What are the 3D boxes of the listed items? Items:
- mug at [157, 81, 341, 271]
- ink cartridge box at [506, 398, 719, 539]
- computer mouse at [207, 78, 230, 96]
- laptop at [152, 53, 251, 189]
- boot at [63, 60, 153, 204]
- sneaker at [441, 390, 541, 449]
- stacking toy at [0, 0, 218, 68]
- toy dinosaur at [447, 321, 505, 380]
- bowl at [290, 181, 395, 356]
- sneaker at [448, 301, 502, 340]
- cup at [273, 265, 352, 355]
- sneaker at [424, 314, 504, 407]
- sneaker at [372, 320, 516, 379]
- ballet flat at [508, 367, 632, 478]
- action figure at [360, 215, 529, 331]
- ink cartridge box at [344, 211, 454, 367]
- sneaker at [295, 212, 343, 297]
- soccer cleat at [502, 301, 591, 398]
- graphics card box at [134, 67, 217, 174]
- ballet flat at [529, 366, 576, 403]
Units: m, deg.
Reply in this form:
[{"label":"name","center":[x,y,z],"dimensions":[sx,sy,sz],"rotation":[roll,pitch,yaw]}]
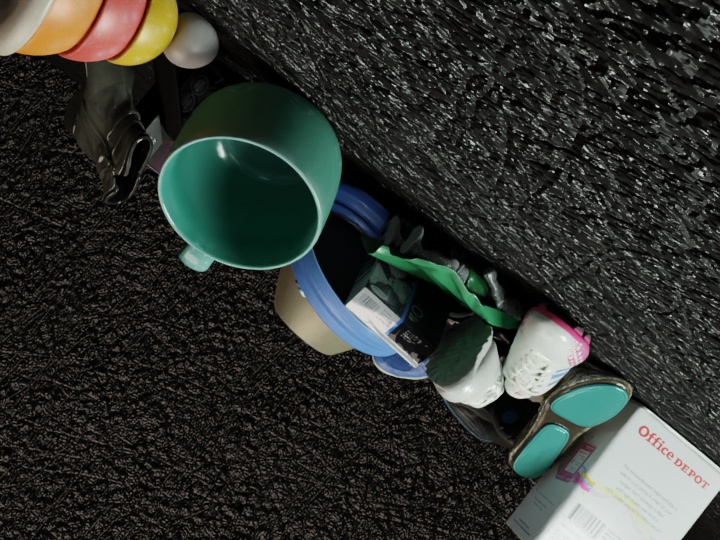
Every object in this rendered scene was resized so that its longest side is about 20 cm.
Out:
[{"label":"mug","center":[-0.107,-0.091,1.109],"dimensions":[0.184,0.115,0.152],"rotation":[-11,128,27]},{"label":"ink cartridge box","center":[0.286,0.257,1.359],"dimensions":[0.144,0.200,0.085],"rotation":[39,179,-15]},{"label":"computer mouse","center":[-0.092,-0.140,1.280],"dimensions":[0.139,0.053,0.200],"rotation":[52,177,-20]},{"label":"laptop","center":[-0.145,-0.161,1.244],"dimensions":[0.200,0.104,0.177],"rotation":[30,-174,-22]},{"label":"boot","center":[-0.249,-0.176,1.289],"dimensions":[0.068,0.200,0.131],"rotation":[-10,-129,-36]},{"label":"sneaker","center":[0.181,0.187,1.535],"dimensions":[0.200,0.073,0.082],"rotation":[35,152,42]},{"label":"stacking toy","center":[-0.208,-0.220,1.039],"dimensions":[0.200,0.147,0.146],"rotation":[22,-174,-36]},{"label":"toy dinosaur","center":[0.184,0.137,1.575],"dimensions":[0.181,0.105,0.200],"rotation":[31,171,48]},{"label":"bowl","center":[0.000,0.000,1.283],"dimensions":[0.200,0.039,0.201],"rotation":[36,-145,-31]},{"label":"sneaker","center":[0.082,0.012,1.411],"dimensions":[0.200,0.060,0.104],"rotation":[34,180,-31]},{"label":"cup","center":[-0.027,0.023,1.551],"dimensions":[0.200,0.143,0.200],"rotation":[40,-171,-8]},{"label":"sneaker","center":[0.115,0.103,1.227],"dimensions":[0.081,0.076,0.200],"rotation":[65,-168,-6]},{"label":"sneaker","center":[0.104,0.095,1.504],"dimensions":[0.199,0.077,0.111],"rotation":[2,169,14]},{"label":"ballet flat","center":[0.225,0.151,1.330],"dimensions":[0.068,0.075,0.200],"rotation":[27,133,-10]},{"label":"action figure","center":[0.106,0.012,1.219],"dimensions":[0.200,0.055,0.118],"rotation":[32,178,-36]},{"label":"ink cartridge box","center":[0.053,0.007,1.266],"dimensions":[0.099,0.039,0.200],"rotation":[40,-148,-11]},{"label":"sneaker","center":[-0.049,-0.016,1.363],"dimensions":[0.200,0.077,0.076],"rotation":[41,157,-7]},{"label":"soccer cleat","center":[0.179,0.090,1.205],"dimensions":[0.070,0.086,0.200],"rotation":[37,175,13]},{"label":"graphics card box","center":[-0.178,-0.145,1.422],"dimensions":[0.051,0.126,0.200],"rotation":[37,177,45]},{"label":"ballet flat","center":[0.218,0.128,1.458],"dimensions":[0.069,0.063,0.200],"rotation":[37,176,12]}]
